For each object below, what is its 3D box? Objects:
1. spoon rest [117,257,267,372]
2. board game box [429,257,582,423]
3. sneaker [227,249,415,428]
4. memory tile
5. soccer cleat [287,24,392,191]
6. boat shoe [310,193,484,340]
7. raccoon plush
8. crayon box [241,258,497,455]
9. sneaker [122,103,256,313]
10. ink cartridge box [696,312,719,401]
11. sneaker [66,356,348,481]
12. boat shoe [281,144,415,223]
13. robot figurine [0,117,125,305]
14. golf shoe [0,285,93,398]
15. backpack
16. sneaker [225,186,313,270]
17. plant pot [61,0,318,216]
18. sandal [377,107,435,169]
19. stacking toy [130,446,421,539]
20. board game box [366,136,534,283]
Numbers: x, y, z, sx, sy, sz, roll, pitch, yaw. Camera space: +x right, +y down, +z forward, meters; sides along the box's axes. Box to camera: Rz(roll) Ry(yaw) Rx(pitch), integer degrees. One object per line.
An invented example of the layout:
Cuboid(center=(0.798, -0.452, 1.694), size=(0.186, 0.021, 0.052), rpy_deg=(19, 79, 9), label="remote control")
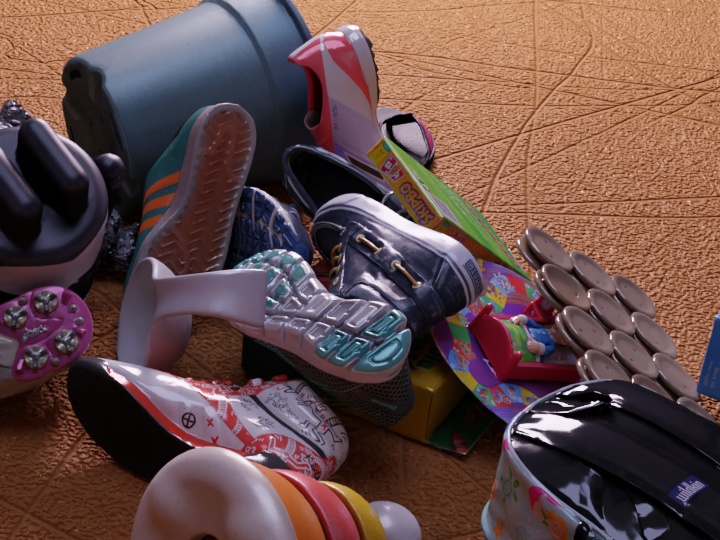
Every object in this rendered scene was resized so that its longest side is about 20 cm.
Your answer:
Cuboid(center=(-0.139, 0.031, 1.130), size=(0.060, 0.101, 0.199), rpy_deg=(11, -16, -31), label="spoon rest")
Cuboid(center=(0.136, 0.049, 1.198), size=(0.157, 0.039, 0.201), rpy_deg=(35, 30, -6), label="board game box")
Cuboid(center=(-0.033, 0.054, 1.128), size=(0.077, 0.092, 0.199), rpy_deg=(-38, 42, -20), label="sneaker")
Cuboid(center=(0.199, 0.053, 1.207), size=(0.152, 0.017, 0.201), rpy_deg=(26, 28, -31), label="memory tile")
Cuboid(center=(-0.013, -0.114, 1.385), size=(0.072, 0.202, 0.068), rpy_deg=(-21, 24, -20), label="soccer cleat")
Cuboid(center=(0.000, 0.000, 1.193), size=(0.090, 0.071, 0.199), rpy_deg=(-34, 29, -23), label="boat shoe")
Cuboid(center=(-0.237, -0.074, 1.313), size=(0.197, 0.136, 0.097), rpy_deg=(-5, 28, -9), label="raccoon plush")
Cuboid(center=(0.022, 0.063, 1.214), size=(0.198, 0.051, 0.127), rpy_deg=(19, 31, 22), label="crayon box")
Cuboid(center=(-0.148, -0.040, 1.279), size=(0.071, 0.202, 0.080), rpy_deg=(28, -14, -27), label="sneaker")
Cuboid(center=(0.375, 0.086, 1.201), size=(0.198, 0.069, 0.116), rpy_deg=(21, 21, 26), label="ink cartridge box")
Cuboid(center=(-0.105, 0.105, 1.104), size=(0.200, 0.068, 0.108), rpy_deg=(25, 33, 24), label="sneaker")
Cuboid(center=(0.012, -0.038, 1.315), size=(0.200, 0.075, 0.062), rpy_deg=(45, -1, 15), label="boat shoe")
Cuboid(center=(-0.258, -0.030, 1.179), size=(0.148, 0.200, 0.126), rpy_deg=(6, 60, -13), label="robot figurine")
Cuboid(center=(-0.287, 0.076, 1.132), size=(0.198, 0.076, 0.092), rpy_deg=(-18, -11, -9), label="golf shoe")
Cuboid(center=(0.177, 0.161, 0.965), size=(0.199, 0.152, 0.177), rpy_deg=(35, 37, 30), label="backpack")
Cuboid(center=(-0.078, -0.035, 1.320), size=(0.084, 0.078, 0.199), rpy_deg=(4, 11, -29), label="sneaker")
Cuboid(center=(-0.159, -0.150, 1.436), size=(0.194, 0.202, 0.200), rpy_deg=(-22, 38, -26), label="plant pot")
Cuboid(center=(0.042, -0.123, 1.554), size=(0.074, 0.046, 0.201), rpy_deg=(3, 29, -4), label="sandal")
Cuboid(center=(-0.029, 0.177, 0.959), size=(0.199, 0.148, 0.146), rpy_deg=(0, 24, -46), label="stacking toy")
Cuboid(center=(0.081, -0.040, 1.311), size=(0.199, 0.030, 0.096), rpy_deg=(27, 25, -56), label="board game box")
